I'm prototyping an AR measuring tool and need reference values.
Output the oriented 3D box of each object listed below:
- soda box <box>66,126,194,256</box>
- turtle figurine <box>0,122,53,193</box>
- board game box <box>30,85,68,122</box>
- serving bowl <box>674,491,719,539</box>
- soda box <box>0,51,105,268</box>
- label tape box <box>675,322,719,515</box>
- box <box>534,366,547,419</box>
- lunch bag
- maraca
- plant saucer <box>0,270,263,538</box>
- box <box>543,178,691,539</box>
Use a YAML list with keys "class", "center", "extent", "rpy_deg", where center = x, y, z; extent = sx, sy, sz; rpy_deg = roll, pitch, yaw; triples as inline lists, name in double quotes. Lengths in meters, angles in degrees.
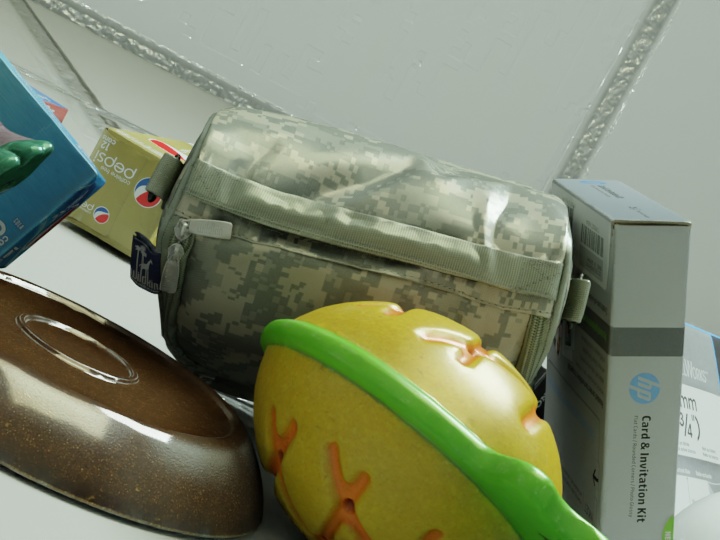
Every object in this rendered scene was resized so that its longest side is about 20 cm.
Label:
- class: "soda box"
  center: [-0.132, -0.050, 1.234]
  extent: [0.064, 0.068, 0.200]
  rpy_deg: [30, 6, 9]
- class: "turtle figurine"
  center: [-0.216, -0.109, 0.724]
  extent: [0.200, 0.149, 0.101]
  rpy_deg: [60, 2, 0]
- class: "board game box"
  center: [-0.341, -0.170, 1.495]
  extent: [0.103, 0.020, 0.200]
  rpy_deg: [31, 7, 30]
- class: "serving bowl"
  center: [0.249, 0.179, 0.925]
  extent: [0.200, 0.066, 0.200]
  rpy_deg: [35, 15, -11]
- class: "soda box"
  center: [-0.205, -0.097, 0.819]
  extent: [0.200, 0.068, 0.064]
  rpy_deg: [50, -4, -3]
- class: "label tape box"
  center: [0.177, 0.072, 1.076]
  extent: [0.063, 0.201, 0.144]
  rpy_deg: [-14, -18, 30]
- class: "box"
  center: [0.112, 0.089, 1.146]
  extent: [0.143, 0.036, 0.200]
  rpy_deg: [36, -4, 47]
- class: "lunch bag"
  center: [0.000, 0.000, 0.856]
  extent: [0.199, 0.140, 0.168]
  rpy_deg: [15, -13, 1]
- class: "maraca"
  center: [0.033, 0.081, 0.724]
  extent: [0.200, 0.107, 0.137]
  rpy_deg: [30, -17, 40]
- class: "plant saucer"
  center: [-0.121, 0.043, 0.736]
  extent: [0.200, 0.032, 0.200]
  rpy_deg: [29, 6, -3]
- class: "box"
  center: [0.121, 0.063, 0.890]
  extent: [0.041, 0.201, 0.156]
  rpy_deg: [2, 9, -4]
